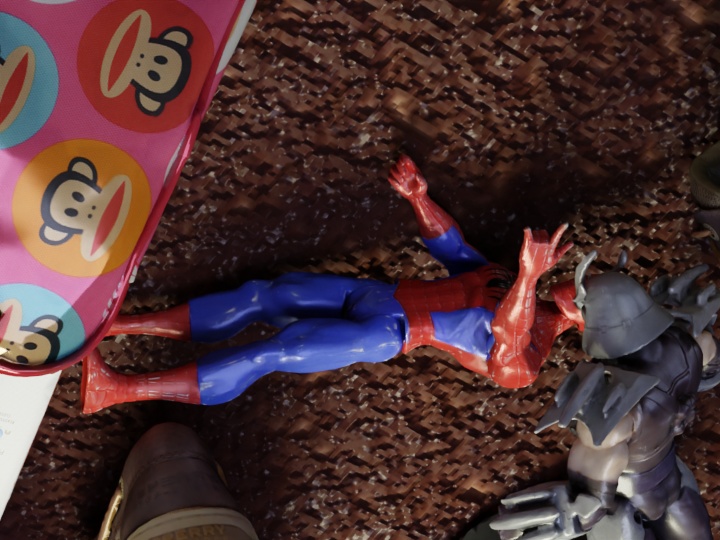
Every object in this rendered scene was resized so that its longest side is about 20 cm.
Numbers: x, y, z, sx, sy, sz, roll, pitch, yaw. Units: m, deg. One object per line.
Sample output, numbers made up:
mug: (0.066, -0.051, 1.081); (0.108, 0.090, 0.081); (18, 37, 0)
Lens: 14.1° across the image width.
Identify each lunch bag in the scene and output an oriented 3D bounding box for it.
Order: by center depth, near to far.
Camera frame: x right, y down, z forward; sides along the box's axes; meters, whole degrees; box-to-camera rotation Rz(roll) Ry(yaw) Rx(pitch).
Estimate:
lunch bag: (-0.133, -0.082, 0.916); (0.176, 0.082, 0.200); (24, 90, -15)

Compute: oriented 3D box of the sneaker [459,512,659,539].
sneaker: (0.057, 0.171, 1.182); (0.200, 0.080, 0.086); (-48, 142, 19)

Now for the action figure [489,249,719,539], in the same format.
action figure: (0.100, 0.082, 1.053); (0.130, 0.069, 0.200); (-35, 124, -37)

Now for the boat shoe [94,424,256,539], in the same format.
boat shoe: (-0.075, 0.126, 1.107); (0.072, 0.072, 0.200); (-11, 149, -12)

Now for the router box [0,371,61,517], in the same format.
router box: (-0.194, -0.009, 1.009); (0.200, 0.049, 0.180); (13, 120, -19)

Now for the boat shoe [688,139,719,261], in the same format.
boat shoe: (0.156, -0.030, 1.064); (0.072, 0.072, 0.200); (17, 136, 14)

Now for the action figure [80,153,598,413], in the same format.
action figure: (0.000, 0.000, 1.043); (0.200, 0.065, 0.099); (-2, 133, -10)
